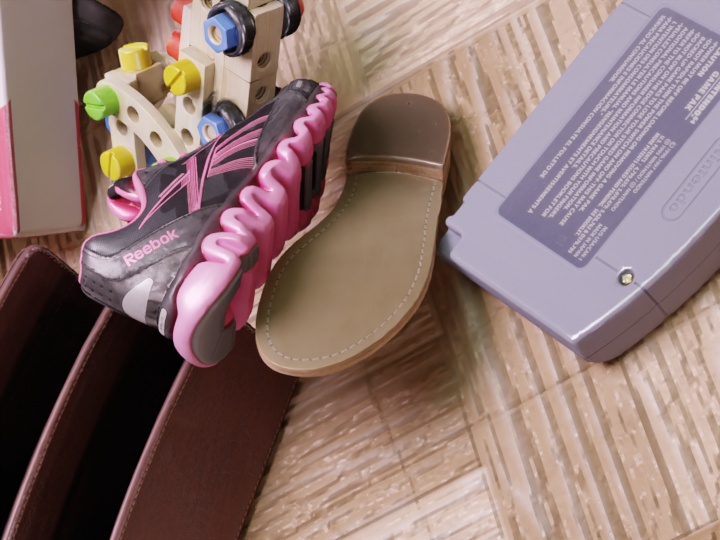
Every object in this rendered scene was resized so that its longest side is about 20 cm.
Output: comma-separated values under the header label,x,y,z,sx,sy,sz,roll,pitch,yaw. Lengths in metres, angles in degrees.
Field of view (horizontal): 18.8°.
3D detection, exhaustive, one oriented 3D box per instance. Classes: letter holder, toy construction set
label,x,y,z,sx,sy,sz,roll,pitch,yaw
letter holder,-0.136,0.103,1.085,0.100,0.142,0.201,6,66,36
toy construction set,-0.100,-0.124,1.178,0.092,0.200,0.131,-38,55,-26

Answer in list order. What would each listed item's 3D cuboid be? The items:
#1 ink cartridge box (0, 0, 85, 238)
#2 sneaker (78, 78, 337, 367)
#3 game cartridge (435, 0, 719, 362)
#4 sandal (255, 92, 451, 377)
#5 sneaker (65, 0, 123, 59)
label,x,y,z,sx,sy,sz,roll,pitch,yaw
ink cartridge box,-0.270,-0.088,1.273,0.199,0.083,0.146,-2,95,24
sneaker,-0.076,-0.040,1.095,0.095,0.079,0.200,18,42,13
game cartridge,0.141,-0.055,1.070,0.200,0.042,0.133,-51,52,-3
sandal,0.006,0.001,1.113,0.077,0.070,0.212,9,45,13
sneaker,-0.231,-0.108,1.336,0.200,0.076,0.116,-2,73,39
